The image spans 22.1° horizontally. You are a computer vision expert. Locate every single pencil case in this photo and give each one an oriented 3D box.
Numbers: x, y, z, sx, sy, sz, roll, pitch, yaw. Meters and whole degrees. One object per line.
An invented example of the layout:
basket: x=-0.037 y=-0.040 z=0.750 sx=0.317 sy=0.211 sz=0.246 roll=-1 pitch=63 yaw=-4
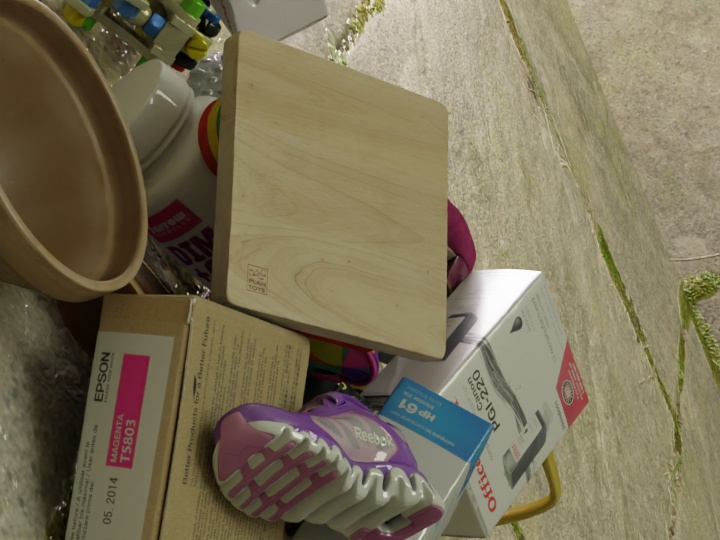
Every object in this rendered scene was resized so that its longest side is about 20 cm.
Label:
pencil case: x=0.000 y=0.000 z=1.465 sx=0.088 sy=0.088 sz=0.200 roll=58 pitch=38 yaw=-34

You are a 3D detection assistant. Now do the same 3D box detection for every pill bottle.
pill bottle: x=-0.111 y=-0.058 z=1.384 sx=0.200 sy=0.113 sz=0.113 roll=42 pitch=31 yaw=-25

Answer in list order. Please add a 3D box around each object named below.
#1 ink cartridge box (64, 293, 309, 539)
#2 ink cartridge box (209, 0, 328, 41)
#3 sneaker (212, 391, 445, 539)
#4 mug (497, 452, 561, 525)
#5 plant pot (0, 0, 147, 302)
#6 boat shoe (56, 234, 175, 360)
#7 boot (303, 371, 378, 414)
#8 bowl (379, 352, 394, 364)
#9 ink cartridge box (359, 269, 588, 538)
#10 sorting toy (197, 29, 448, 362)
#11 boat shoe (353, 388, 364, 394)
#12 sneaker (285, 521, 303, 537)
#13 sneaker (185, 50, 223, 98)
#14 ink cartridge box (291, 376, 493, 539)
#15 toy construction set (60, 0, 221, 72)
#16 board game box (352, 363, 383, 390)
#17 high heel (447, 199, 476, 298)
ink cartridge box: x=-0.112 y=0.125 z=1.216 sx=0.165 sy=0.075 sz=0.200 roll=26 pitch=71 yaw=-60
ink cartridge box: x=-0.113 y=-0.298 z=1.541 sx=0.200 sy=0.084 sz=0.146 roll=56 pitch=-12 yaw=39
sneaker: x=-0.028 y=0.119 z=1.226 sx=0.200 sy=0.080 sz=0.089 roll=27 pitch=40 yaw=-46
mug: x=0.132 y=0.147 z=1.858 sx=0.187 sy=0.153 sz=0.150 roll=53 pitch=26 yaw=-44
plant pot: x=-0.224 y=-0.067 z=1.155 sx=0.201 sy=0.093 sz=0.201 roll=54 pitch=25 yaw=-40
boat shoe: x=-0.151 y=0.043 z=1.291 sx=0.070 sy=0.070 sz=0.200 roll=-70 pitch=149 yaw=-43
boot: x=-0.083 y=0.105 z=1.437 sx=0.203 sy=0.073 sz=0.154 roll=-23 pitch=74 yaw=-49
bowl: x=0.005 y=-0.009 z=1.642 sx=0.200 sy=0.075 sz=0.200 roll=30 pitch=46 yaw=-63
ink cartridge box: x=0.100 y=0.111 z=1.576 sx=0.200 sy=0.085 sz=0.146 roll=-45 pitch=122 yaw=-40
sorting toy: x=-0.033 y=-0.045 z=1.325 sx=0.200 sy=0.070 sz=0.199 roll=16 pitch=67 yaw=-38
boat shoe: x=0.033 y=0.172 z=1.619 sx=0.200 sy=0.074 sz=0.076 roll=64 pitch=39 yaw=-51
sneaker: x=0.004 y=0.218 z=1.551 sx=0.082 sy=0.078 sz=0.200 roll=-88 pitch=153 yaw=-48
sneaker: x=-0.109 y=-0.102 z=1.567 sx=0.081 sy=0.076 sz=0.200 roll=66 pitch=21 yaw=-52
ink cartridge box: x=0.006 y=0.200 z=1.367 sx=0.200 sy=0.085 sz=0.145 roll=-54 pitch=169 yaw=-42
toy construction set: x=-0.174 y=-0.225 z=1.468 sx=0.131 sy=0.092 sz=0.200 roll=31 pitch=29 yaw=-25
board game box: x=-0.045 y=0.053 z=1.624 sx=0.153 sy=0.040 sz=0.200 roll=70 pitch=19 yaw=-3
high heel: x=0.054 y=-0.061 z=1.614 sx=0.096 sy=0.067 sz=0.200 roll=-75 pitch=157 yaw=-43
